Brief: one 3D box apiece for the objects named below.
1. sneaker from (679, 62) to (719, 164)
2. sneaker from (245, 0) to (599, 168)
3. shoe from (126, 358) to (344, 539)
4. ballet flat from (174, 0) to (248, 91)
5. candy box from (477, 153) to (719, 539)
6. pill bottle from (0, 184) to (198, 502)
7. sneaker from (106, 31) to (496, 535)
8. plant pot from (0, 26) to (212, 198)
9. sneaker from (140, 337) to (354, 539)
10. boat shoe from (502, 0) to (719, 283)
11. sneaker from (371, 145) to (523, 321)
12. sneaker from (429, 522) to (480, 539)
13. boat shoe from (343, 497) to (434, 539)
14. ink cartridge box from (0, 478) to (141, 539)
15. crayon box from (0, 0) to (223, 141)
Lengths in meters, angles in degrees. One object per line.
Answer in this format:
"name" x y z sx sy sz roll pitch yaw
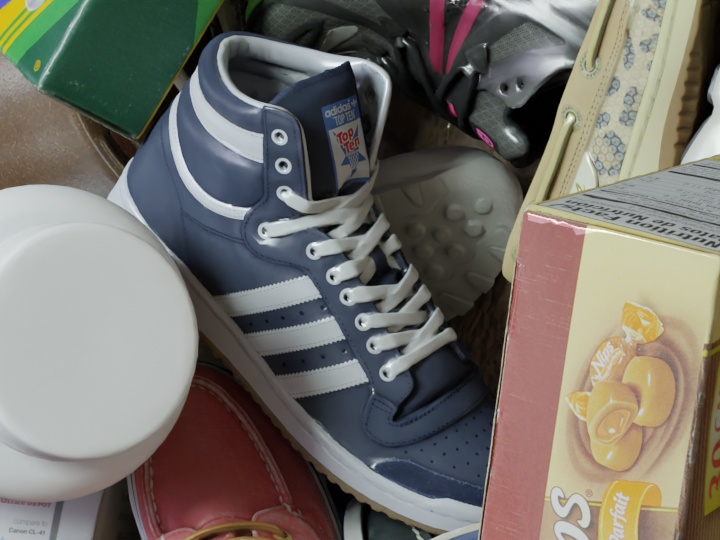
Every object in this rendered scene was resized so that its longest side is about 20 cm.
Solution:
"sneaker" 0.157 -0.056 0.775 0.080 0.077 0.200 21 99 40
"sneaker" 0.040 -0.080 0.903 0.200 0.077 0.084 4 91 34
"shoe" -0.037 0.111 0.874 0.091 0.071 0.200 69 179 -69
"ballet flat" -0.063 -0.129 1.008 0.072 0.072 0.200 -29 76 49
"candy box" 0.100 0.031 0.657 0.055 0.200 0.116 14 105 27
"pill bottle" -0.127 0.026 0.899 0.200 0.109 0.109 -5 71 66
"sneaker" 0.000 0.000 0.890 0.200 0.070 0.109 42 128 14
"plant pot" -0.130 -0.079 1.119 0.198 0.200 0.200 -13 64 47
"sneaker" -0.045 0.113 0.992 0.075 0.088 0.200 -72 -11 -65
"boat shoe" 0.091 -0.078 0.811 0.063 0.073 0.200 19 105 25
"sneaker" -0.010 -0.009 1.003 0.200 0.076 0.081 -30 28 40
"sneaker" 0.080 0.137 0.684 0.081 0.199 0.115 -54 48 23
"boat shoe" 0.038 0.139 0.863 0.060 0.076 0.200 -23 35 4
"ink cartridge box" -0.143 0.124 1.073 0.148 0.086 0.200 68 -147 -82
"crayon box" -0.073 -0.163 0.935 0.200 0.052 0.126 -57 37 6
